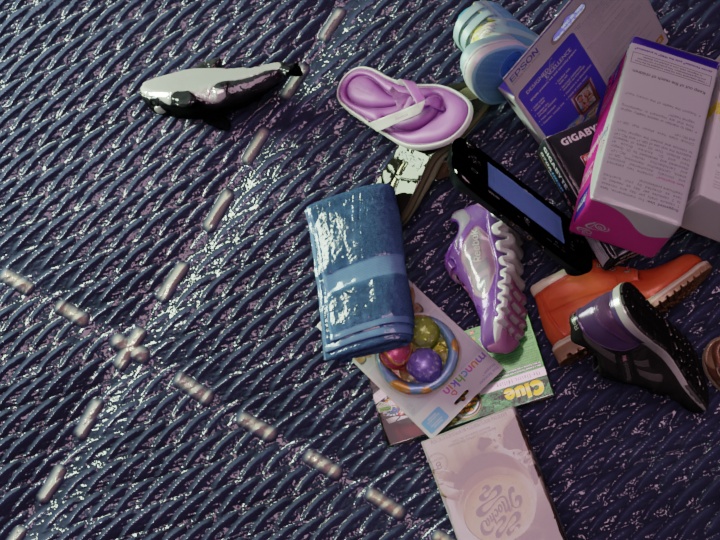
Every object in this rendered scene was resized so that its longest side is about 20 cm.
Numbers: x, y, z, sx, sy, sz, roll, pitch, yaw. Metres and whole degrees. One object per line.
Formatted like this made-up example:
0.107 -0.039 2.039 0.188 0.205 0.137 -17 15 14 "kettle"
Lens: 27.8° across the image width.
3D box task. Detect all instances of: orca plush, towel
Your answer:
-0.165 -0.210 1.772 0.199 0.071 0.105 -15 33 3 "orca plush"
0.000 0.000 1.653 0.111 0.049 0.200 -18 62 22 "towel"

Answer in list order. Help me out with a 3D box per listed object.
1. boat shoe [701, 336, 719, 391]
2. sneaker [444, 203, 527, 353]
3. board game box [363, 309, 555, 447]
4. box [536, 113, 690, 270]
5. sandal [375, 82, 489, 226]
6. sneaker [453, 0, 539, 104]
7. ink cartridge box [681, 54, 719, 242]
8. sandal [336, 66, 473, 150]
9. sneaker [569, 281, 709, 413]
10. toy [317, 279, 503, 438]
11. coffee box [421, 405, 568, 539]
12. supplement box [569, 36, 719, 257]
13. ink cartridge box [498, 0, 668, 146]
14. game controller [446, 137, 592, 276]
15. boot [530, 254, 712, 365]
0.452 0.147 1.576 0.200 0.072 0.076 39 88 14 "boat shoe"
0.139 0.005 1.650 0.088 0.081 0.201 -8 60 17 "sneaker"
0.112 0.124 1.666 0.200 0.023 0.105 -17 74 7 "board game box"
0.322 -0.111 1.632 0.200 0.046 0.159 -23 75 -14 "box"
0.083 -0.135 1.706 0.201 0.057 0.080 -55 48 14 "sandal"
0.139 -0.255 1.659 0.131 0.200 0.080 42 113 22 "sneaker"
0.435 -0.127 1.583 0.145 0.083 0.200 20 67 -5 "ink cartridge box"
0.040 -0.191 1.688 0.202 0.050 0.083 20 85 40 "sandal"
0.302 0.093 1.584 0.087 0.200 0.076 -28 33 28 "sneaker"
0.050 0.080 1.652 0.115 0.047 0.200 -44 62 -6 "toy"
0.157 0.265 1.602 0.113 0.080 0.200 -22 76 5 "coffee box"
0.304 -0.131 1.558 0.103 0.101 0.200 17 69 -1 "supplement box"
0.244 -0.244 1.624 0.198 0.200 0.043 -49 55 -2 "ink cartridge box"
0.176 -0.069 1.598 0.200 0.104 0.042 35 107 -15 "game controller"
0.289 0.015 1.633 0.200 0.075 0.107 -27 71 5 "boot"
